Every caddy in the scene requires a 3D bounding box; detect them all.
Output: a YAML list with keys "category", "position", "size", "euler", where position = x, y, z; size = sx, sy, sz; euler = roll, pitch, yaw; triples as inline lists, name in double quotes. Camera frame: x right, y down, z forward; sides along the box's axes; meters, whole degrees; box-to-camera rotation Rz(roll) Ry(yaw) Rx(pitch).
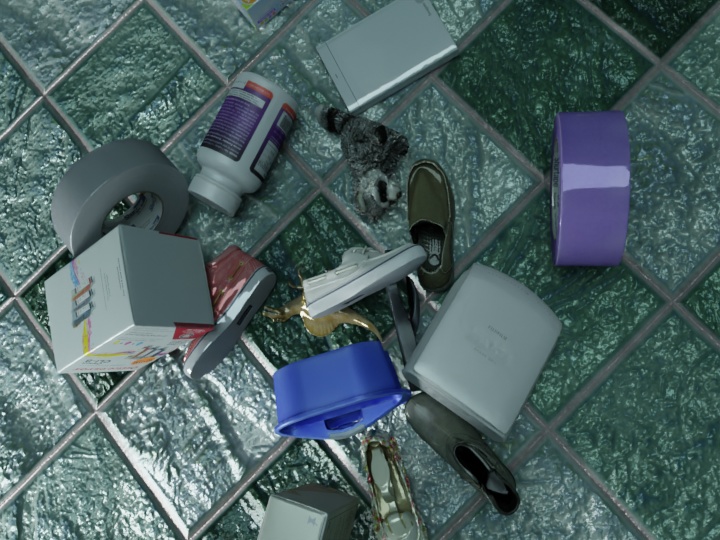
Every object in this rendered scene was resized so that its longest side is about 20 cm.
- category: "caddy"
  position: [-0.028, 0.177, 1.001]
  size: [0.195, 0.142, 0.107]
  euler: [-18, 69, 7]

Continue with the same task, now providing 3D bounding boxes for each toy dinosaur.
- category: "toy dinosaur"
  position: [-0.048, 0.050, 1.088]
  size: [0.195, 0.058, 0.104]
  euler: [7, 93, 19]

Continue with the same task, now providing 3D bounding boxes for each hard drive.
- category: "hard drive"
  position: [0.041, -0.352, 1.168]
  size: [0.197, 0.027, 0.134]
  euler: [-29, 74, 3]

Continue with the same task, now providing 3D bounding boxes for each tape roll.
- category: "tape roll"
  position: [-0.358, -0.095, 1.094]
  size: [0.200, 0.200, 0.066]
  euler: [-46, 67, -2]
- category: "tape roll"
  position: [0.301, -0.108, 0.970]
  size: [0.083, 0.200, 0.205]
  euler: [0, 77, 11]

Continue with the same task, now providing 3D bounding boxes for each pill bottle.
- category: "pill bottle"
  position: [-0.186, -0.193, 1.131]
  size: [0.110, 0.111, 0.203]
  euler: [25, 83, 15]

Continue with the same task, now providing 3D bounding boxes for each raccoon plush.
- category: "raccoon plush"
  position: [-0.008, -0.162, 1.124]
  size: [0.198, 0.096, 0.137]
  euler: [29, 98, 45]

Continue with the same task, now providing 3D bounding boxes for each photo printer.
- category: "photo printer"
  position: [0.173, 0.102, 0.991]
  size: [0.165, 0.070, 0.202]
  euler: [34, 71, 4]

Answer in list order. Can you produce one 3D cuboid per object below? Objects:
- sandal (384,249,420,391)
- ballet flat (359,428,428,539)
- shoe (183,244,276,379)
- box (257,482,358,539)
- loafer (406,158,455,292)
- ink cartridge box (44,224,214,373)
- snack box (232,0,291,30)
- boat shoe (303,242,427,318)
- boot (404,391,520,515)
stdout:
- category: "sandal"
  position: [0.068, 0.069, 1.046]
  size: [0.042, 0.076, 0.205]
  euler: [-13, 85, 0]
- category: "ballet flat"
  position: [0.041, 0.318, 0.995]
  size: [0.074, 0.064, 0.204]
  euler: [-22, 75, 4]
- category: "shoe"
  position: [-0.220, 0.060, 1.105]
  size: [0.090, 0.072, 0.202]
  euler: [34, 83, 20]
- category: "box"
  position: [-0.066, 0.337, 0.939]
  size: [0.076, 0.200, 0.097]
  euler: [14, 80, 14]
- category: "loafer"
  position: [0.105, -0.073, 1.068]
  size: [0.073, 0.070, 0.205]
  euler: [-9, 76, 9]
- category: "ink cartridge box"
  position: [-0.337, 0.049, 1.053]
  size: [0.198, 0.144, 0.148]
  euler: [-27, 70, 33]
- category: "snack box"
  position: [-0.176, -0.541, 1.232]
  size: [0.168, 0.068, 0.201]
  euler: [-38, 72, 0]
- category: "boat shoe"
  position: [0.000, 0.000, 1.000]
  size: [0.198, 0.071, 0.067]
  euler: [-29, 76, 34]
- category: "boot"
  position: [0.135, 0.232, 0.960]
  size: [0.199, 0.131, 0.068]
  euler: [43, 87, 17]
